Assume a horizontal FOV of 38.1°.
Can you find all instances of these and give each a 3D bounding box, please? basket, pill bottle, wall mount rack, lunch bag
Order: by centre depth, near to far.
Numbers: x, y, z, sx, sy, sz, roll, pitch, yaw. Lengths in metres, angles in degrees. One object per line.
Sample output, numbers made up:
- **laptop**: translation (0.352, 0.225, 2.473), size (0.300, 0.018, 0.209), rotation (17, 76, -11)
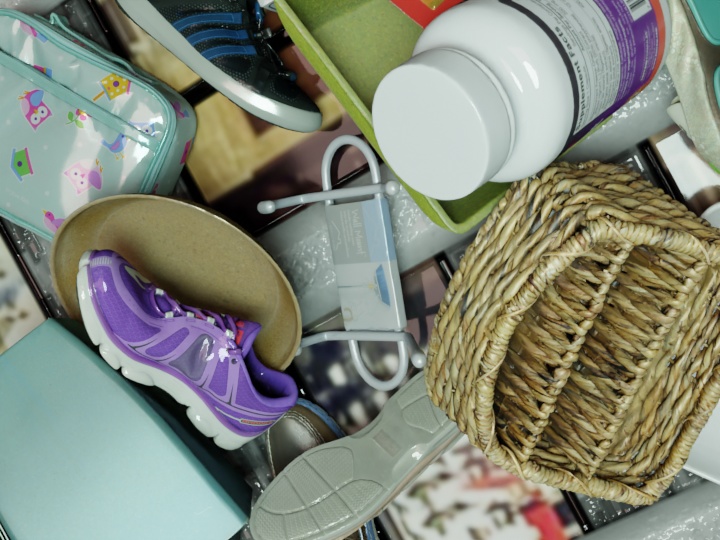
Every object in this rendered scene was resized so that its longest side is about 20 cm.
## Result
- **pill bottle**: translation (0.100, -0.123, 0.645), size (0.111, 0.200, 0.112), rotation (26, 134, 31)
- **basket**: translation (0.145, 0.046, 0.680), size (0.149, 0.142, 0.201), rotation (45, 125, 39)
- **wall mount rack**: translation (0.000, 0.000, 0.769), size (0.173, 0.074, 0.202), rotation (-3, 99, 49)
- **lunch bag**: translation (-0.241, -0.114, 0.840), size (0.199, 0.077, 0.161), rotation (29, 105, 7)

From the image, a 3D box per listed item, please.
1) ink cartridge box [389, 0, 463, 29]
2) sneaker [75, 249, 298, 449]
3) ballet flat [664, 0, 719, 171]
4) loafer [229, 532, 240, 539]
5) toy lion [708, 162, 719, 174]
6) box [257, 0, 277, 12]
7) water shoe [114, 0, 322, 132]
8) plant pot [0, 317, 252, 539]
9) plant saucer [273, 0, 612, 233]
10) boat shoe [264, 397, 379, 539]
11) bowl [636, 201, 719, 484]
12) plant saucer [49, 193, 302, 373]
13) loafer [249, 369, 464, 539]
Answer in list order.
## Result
- **ink cartridge box**: translation (0.030, -0.272, 0.684), size (0.200, 0.050, 0.161), rotation (42, 80, 16)
- **sneaker**: translation (-0.121, 0.045, 0.757), size (0.083, 0.081, 0.200), rotation (-32, 125, 21)
- **ballet flat**: translation (0.229, -0.137, 0.704), size (0.062, 0.067, 0.201), rotation (-24, 82, 57)
- **loafer**: translation (-0.199, 0.212, 0.894), size (0.199, 0.073, 0.073), rotation (17, 141, 4)
- **toy lion**: translation (0.314, -0.154, 0.709), size (0.190, 0.069, 0.202), rotation (-3, 97, 22)
- **box**: translation (-0.059, -0.309, 0.775), size (0.116, 0.060, 0.201), rotation (-24, 92, 16)
- **water shoe**: translation (-0.101, -0.185, 0.799), size (0.200, 0.071, 0.079), rotation (38, 103, 6)
- **plant pot**: translation (-0.196, 0.139, 0.775), size (0.141, 0.141, 0.200), rotation (-37, 91, -6)
- **plant saucer**: translation (0.055, -0.139, 0.729), size (0.200, 0.199, 0.048), rotation (53, 144, 1)
- **boat shoe**: translation (-0.027, 0.200, 0.835), size (0.072, 0.072, 0.201), rotation (-24, 92, 17)
- **bowl**: translation (0.308, 0.058, 0.717), size (0.199, 0.075, 0.201), rotation (19, 105, 21)
- **plant saucer**: translation (-0.136, 0.013, 0.793), size (0.199, 0.036, 0.201), rotation (9, 133, 10)
- **loafer**: translation (0.010, 0.152, 0.788), size (0.199, 0.063, 0.072), rotation (-36, 53, -9)
